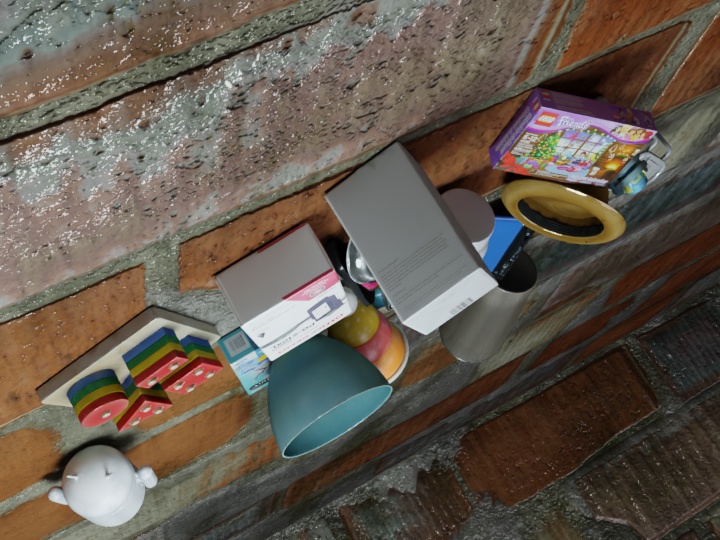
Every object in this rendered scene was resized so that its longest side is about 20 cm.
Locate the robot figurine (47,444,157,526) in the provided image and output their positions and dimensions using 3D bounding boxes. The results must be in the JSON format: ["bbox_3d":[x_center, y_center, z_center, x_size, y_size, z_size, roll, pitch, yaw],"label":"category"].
[{"bbox_3d":[-0.413,0.347,1.685,0.168,0.114,0.200,-15,160,-7],"label":"robot figurine"}]

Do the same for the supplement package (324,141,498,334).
[{"bbox_3d":[0.066,-0.039,1.339,0.121,0.201,0.120,-35,161,10],"label":"supplement package"}]

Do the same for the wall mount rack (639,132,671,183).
[{"bbox_3d":[0.455,-0.179,1.838,0.174,0.075,0.199,-43,159,19],"label":"wall mount rack"}]

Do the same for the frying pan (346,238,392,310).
[{"bbox_3d":[0.022,-0.001,1.493,0.115,0.031,0.192,-30,130,-43],"label":"frying pan"}]

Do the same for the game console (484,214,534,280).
[{"bbox_3d":[0.237,-0.078,1.816,0.171,0.118,0.200,-58,177,-30],"label":"game console"}]

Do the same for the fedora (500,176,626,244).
[{"bbox_3d":[0.323,-0.114,1.638,0.201,0.198,0.083,89,20,-69],"label":"fedora"}]

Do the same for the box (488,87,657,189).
[{"bbox_3d":[0.300,-0.184,1.489,0.198,0.039,0.137,7,144,-24],"label":"box"}]

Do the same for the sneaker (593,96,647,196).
[{"bbox_3d":[0.387,-0.183,1.601,0.079,0.131,0.200,-42,161,7],"label":"sneaker"}]

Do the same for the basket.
[{"bbox_3d":[0.248,0.052,1.988,0.181,0.135,0.201,-53,172,-39],"label":"basket"}]

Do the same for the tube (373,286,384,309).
[{"bbox_3d":[0.077,0.021,1.767,0.199,0.051,0.077,-29,150,9],"label":"tube"}]

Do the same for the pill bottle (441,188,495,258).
[{"bbox_3d":[0.129,-0.032,1.604,0.113,0.115,0.200,-23,159,-25],"label":"pill bottle"}]

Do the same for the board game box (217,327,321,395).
[{"bbox_3d":[-0.136,0.120,1.666,0.150,0.047,0.200,-30,161,-8],"label":"board game box"}]

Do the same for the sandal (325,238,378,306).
[{"bbox_3d":[0.000,0.000,1.534,0.045,0.076,0.200,-25,160,7],"label":"sandal"}]

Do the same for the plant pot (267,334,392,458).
[{"bbox_3d":[-0.068,0.181,1.637,0.199,0.135,0.200,-30,162,-11],"label":"plant pot"}]

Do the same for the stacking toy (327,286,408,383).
[{"bbox_3d":[-0.006,0.091,1.712,0.145,0.147,0.201,-29,141,-8],"label":"stacking toy"}]

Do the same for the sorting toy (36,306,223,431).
[{"bbox_3d":[-0.300,0.147,1.429,0.198,0.070,0.200,-35,162,8],"label":"sorting toy"}]

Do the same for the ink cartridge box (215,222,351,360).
[{"bbox_3d":[-0.100,0.034,1.442,0.144,0.085,0.200,-31,162,-3],"label":"ink cartridge box"}]
